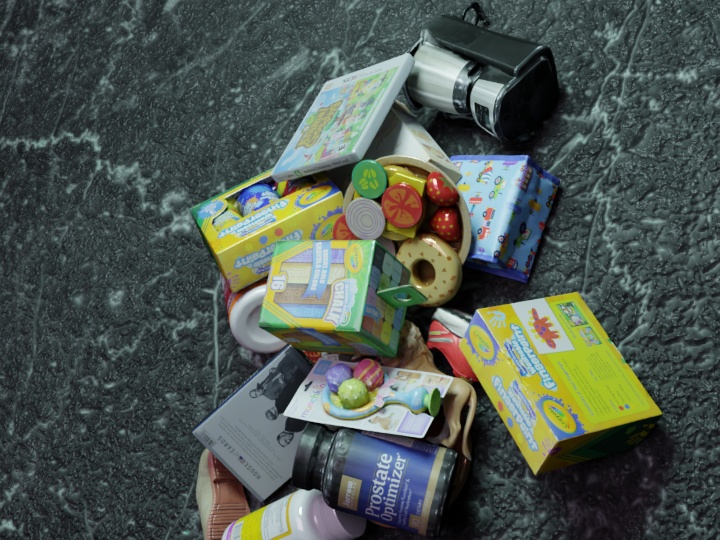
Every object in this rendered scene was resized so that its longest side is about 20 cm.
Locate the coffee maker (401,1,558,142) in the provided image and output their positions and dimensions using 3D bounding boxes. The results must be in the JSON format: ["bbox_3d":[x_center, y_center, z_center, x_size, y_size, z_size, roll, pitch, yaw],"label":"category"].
[{"bbox_3d":[0.184,-0.297,1.551,0.199,0.134,0.194,28,86,37],"label":"coffee maker"}]

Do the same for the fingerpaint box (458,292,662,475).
[{"bbox_3d":[0.241,0.133,1.313,0.201,0.165,0.074,60,144,34],"label":"fingerpaint box"}]

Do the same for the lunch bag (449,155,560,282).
[{"bbox_3d":[0.160,-0.084,1.516,0.198,0.094,0.153,14,81,46],"label":"lunch bag"}]

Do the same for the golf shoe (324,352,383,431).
[{"bbox_3d":[-0.022,0.146,1.486,0.077,0.088,0.202,-27,30,41],"label":"golf shoe"}]

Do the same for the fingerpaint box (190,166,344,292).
[{"bbox_3d":[-0.132,-0.075,1.570,0.198,0.074,0.167,-27,33,-9],"label":"fingerpaint box"}]

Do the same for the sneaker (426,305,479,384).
[{"bbox_3d":[0.167,0.121,1.439,0.199,0.076,0.086,33,109,42],"label":"sneaker"}]

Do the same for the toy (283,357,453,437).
[{"bbox_3d":[0.008,0.148,1.372,0.197,0.048,0.116,8,39,24],"label":"toy"}]

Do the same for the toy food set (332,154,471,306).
[{"bbox_3d":[0.056,-0.058,1.459,0.195,0.049,0.203,19,118,19],"label":"toy food set"}]

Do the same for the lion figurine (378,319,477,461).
[{"bbox_3d":[0.094,0.156,1.431,0.198,0.073,0.123,30,76,23],"label":"lion figurine"}]

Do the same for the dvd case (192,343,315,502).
[{"bbox_3d":[-0.121,0.219,1.541,0.199,0.151,0.025,-41,12,12],"label":"dvd case"}]

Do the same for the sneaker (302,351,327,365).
[{"bbox_3d":[-0.044,0.068,1.588,0.073,0.077,0.201,37,74,-4],"label":"sneaker"}]

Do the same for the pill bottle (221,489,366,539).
[{"bbox_3d":[-0.089,0.361,1.460,0.198,0.104,0.106,-30,57,27],"label":"pill bottle"}]

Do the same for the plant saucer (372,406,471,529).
[{"bbox_3d":[0.062,0.251,1.464,0.198,0.032,0.204,-12,65,27],"label":"plant saucer"}]

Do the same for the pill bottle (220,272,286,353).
[{"bbox_3d":[-0.152,0.026,1.623,0.113,0.113,0.201,-41,31,11],"label":"pill bottle"}]

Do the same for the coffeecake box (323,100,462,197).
[{"bbox_3d":[0.039,-0.147,1.585,0.154,0.072,0.201,-53,42,20],"label":"coffeecake box"}]

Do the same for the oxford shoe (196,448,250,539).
[{"bbox_3d":[-0.207,0.355,1.588,0.074,0.070,0.203,-31,53,49],"label":"oxford shoe"}]

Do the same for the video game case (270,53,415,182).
[{"bbox_3d":[-0.026,-0.218,1.539,0.180,0.022,0.202,-10,44,46],"label":"video game case"}]

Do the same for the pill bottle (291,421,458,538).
[{"bbox_3d":[0.018,0.259,1.361,0.197,0.112,0.114,13,76,10],"label":"pill bottle"}]

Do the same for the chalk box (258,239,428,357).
[{"bbox_3d":[-0.013,0.038,1.406,0.197,0.124,0.126,2,71,29],"label":"chalk box"}]
